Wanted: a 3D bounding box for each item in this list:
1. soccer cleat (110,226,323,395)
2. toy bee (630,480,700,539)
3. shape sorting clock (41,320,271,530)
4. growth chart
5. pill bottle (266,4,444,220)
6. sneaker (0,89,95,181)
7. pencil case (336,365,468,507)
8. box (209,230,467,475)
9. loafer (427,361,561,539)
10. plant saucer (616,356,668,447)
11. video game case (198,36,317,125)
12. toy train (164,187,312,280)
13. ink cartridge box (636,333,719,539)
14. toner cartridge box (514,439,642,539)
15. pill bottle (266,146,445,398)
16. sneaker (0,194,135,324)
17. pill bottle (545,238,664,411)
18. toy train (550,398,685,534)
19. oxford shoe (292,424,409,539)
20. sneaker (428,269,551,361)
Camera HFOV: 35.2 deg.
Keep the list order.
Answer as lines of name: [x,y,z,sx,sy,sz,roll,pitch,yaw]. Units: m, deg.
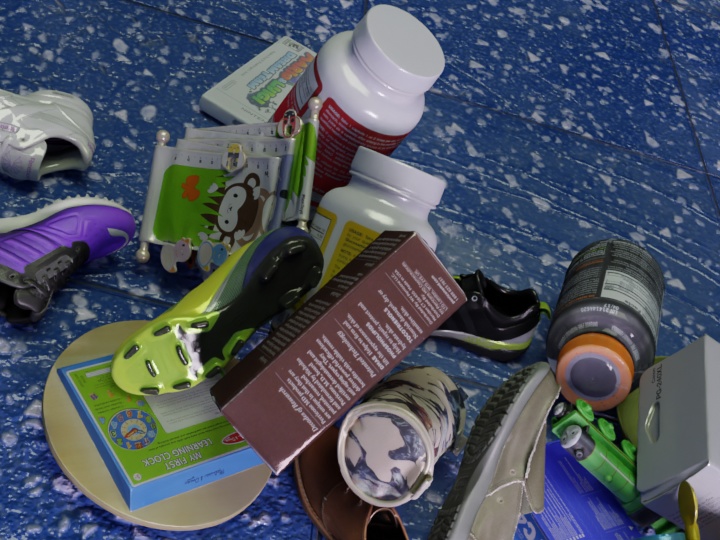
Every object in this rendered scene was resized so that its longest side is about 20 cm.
soccer cleat: [-0.118,0.034,0.937,0.199,0.065,0.084,-35,23,-9]
toy bee: [0.248,0.239,0.867,0.198,0.109,0.132,-19,81,-33]
shape sorting clock: [-0.162,0.124,0.930,0.197,0.039,0.201,18,39,-14]
growth chart: [-0.121,-0.073,1.030,0.018,0.197,0.147,21,67,-60]
pill bottle: [-0.012,-0.147,1.058,0.111,0.200,0.113,22,45,-24]
sneaker: [-0.353,-0.136,1.101,0.197,0.075,0.100,0,43,-24]
pencil case: [0.039,0.131,0.923,0.089,0.079,0.200,29,10,10]
box: [-0.020,0.059,0.886,0.199,0.100,0.075,-40,100,-8]
loafer: [0.120,0.172,0.942,0.069,0.075,0.202,29,77,-8]
plant saucer: [0.337,0.169,1.119,0.197,0.031,0.202,13,41,-11]
video game case: [-0.064,-0.194,1.340,0.181,0.024,0.200,31,40,9]
toy train: [-0.098,-0.050,1.126,0.199,0.086,0.114,-27,69,-42]
ink cartridge box: [0.344,0.172,0.995,0.199,0.083,0.146,32,44,-17]
toner cartridge box: [0.192,0.240,0.964,0.094,0.043,0.201,-8,48,-31]
pill bottle: [0.000,0.000,1.001,0.111,0.202,0.112,22,5,-2]
sneaker: [-0.284,0.000,0.997,0.198,0.070,0.100,-13,57,-30]
pill bottle: [0.241,0.056,1.122,0.105,0.107,0.200,26,32,5]
toy train: [0.238,0.187,0.991,0.200,0.042,0.057,41,27,-18]
oxford shoe: [0.003,0.192,0.910,0.070,0.072,0.201,-6,46,-28]
sneaker: [0.091,0.023,1.125,0.197,0.083,0.072,14,40,-10]
